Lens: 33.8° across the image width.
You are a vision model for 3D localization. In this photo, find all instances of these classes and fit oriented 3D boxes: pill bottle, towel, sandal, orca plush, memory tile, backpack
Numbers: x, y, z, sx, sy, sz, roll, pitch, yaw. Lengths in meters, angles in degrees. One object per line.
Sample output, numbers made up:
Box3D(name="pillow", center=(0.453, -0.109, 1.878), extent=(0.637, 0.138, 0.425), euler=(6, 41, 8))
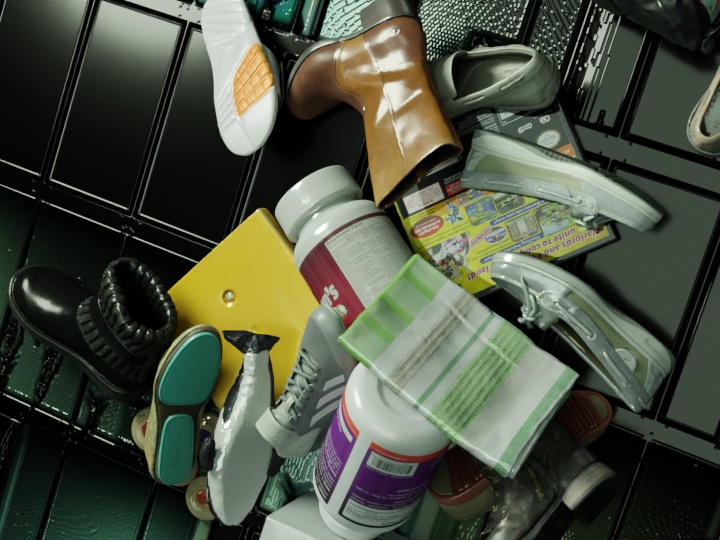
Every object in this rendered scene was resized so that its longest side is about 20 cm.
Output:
Box3D(name="pill bottle", center=(0.000, 0.000, 1.207), extent=(0.109, 0.109, 0.201), euler=(-38, 72, 15))
Box3D(name="towel", center=(0.094, 0.082, 1.096), extent=(0.199, 0.149, 0.031), euler=(38, 137, 8))
Box3D(name="sandal", center=(-0.117, -0.215, 1.276), extent=(0.079, 0.059, 0.209), euler=(-27, 62, 26))
Box3D(name="orca plush", center=(-0.138, 0.159, 1.237), extent=(0.071, 0.104, 0.203), euler=(14, 111, 50))
Box3D(name="memory tile", center=(-0.153, 0.167, 1.316), extent=(0.200, 0.017, 0.154), euler=(-44, 78, 14))
Box3D(name="pill bottle", center=(0.019, 0.176, 1.147), extent=(0.112, 0.112, 0.201), euler=(36, 137, 14))
Box3D(name="backpack", center=(0.303, -0.324, 1.087), extent=(0.166, 0.126, 0.201), euler=(37, 95, 27))

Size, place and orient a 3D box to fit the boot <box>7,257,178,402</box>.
Box3D(name="boot", center=(-0.291, 0.035, 1.289), extent=(0.210, 0.080, 0.158), euler=(37, 143, 7))

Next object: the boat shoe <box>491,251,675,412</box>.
Box3D(name="boat shoe", center=(0.205, 0.053, 1.138), extent=(0.201, 0.074, 0.065), euler=(36, 81, -2))

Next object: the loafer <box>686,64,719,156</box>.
Box3D(name="loafer", center=(0.372, -0.198, 1.105), extent=(0.071, 0.063, 0.201), euler=(31, 101, 15))

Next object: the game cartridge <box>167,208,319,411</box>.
Box3D(name="game cartridge", center=(-0.108, 0.065, 1.277), extent=(0.176, 0.032, 0.201), euler=(-40, 82, 15))

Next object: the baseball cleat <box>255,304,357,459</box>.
Box3D(name="baseball cleat", center=(-0.052, 0.123, 1.167), extent=(0.106, 0.201, 0.070), euler=(-26, 49, -23))

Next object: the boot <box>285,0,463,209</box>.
Box3D(name="boot", center=(0.010, -0.146, 1.181), extent=(0.187, 0.068, 0.202), euler=(-30, 59, 28))

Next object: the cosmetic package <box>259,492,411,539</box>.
Box3D(name="cosmetic package", center=(-0.021, 0.371, 1.221), extent=(0.198, 0.123, 0.202), euler=(21, 99, 17))

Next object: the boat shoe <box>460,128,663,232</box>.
Box3D(name="boat shoe", center=(0.192, -0.077, 1.142), extent=(0.200, 0.074, 0.065), euler=(24, 103, 19))

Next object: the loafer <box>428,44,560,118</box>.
Box3D(name="loafer", center=(0.099, -0.191, 1.179), extent=(0.198, 0.070, 0.071), euler=(-4, 64, 30))

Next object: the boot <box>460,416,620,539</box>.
Box3D(name="boot", center=(0.129, 0.194, 1.122), extent=(0.199, 0.069, 0.174), euler=(-37, 51, -8))

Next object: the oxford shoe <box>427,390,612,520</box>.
Box3D(name="oxford shoe", center=(0.164, 0.186, 1.193), extent=(0.198, 0.075, 0.071), euler=(-26, 44, 5))

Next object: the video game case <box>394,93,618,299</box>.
Box3D(name="video game case", center=(0.136, -0.076, 1.208), extent=(0.198, 0.025, 0.182), euler=(-24, 83, 17))

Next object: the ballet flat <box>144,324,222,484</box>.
Box3D(name="ballet flat", center=(-0.196, 0.134, 1.269), extent=(0.070, 0.071, 0.202), euler=(22, 115, 17))
